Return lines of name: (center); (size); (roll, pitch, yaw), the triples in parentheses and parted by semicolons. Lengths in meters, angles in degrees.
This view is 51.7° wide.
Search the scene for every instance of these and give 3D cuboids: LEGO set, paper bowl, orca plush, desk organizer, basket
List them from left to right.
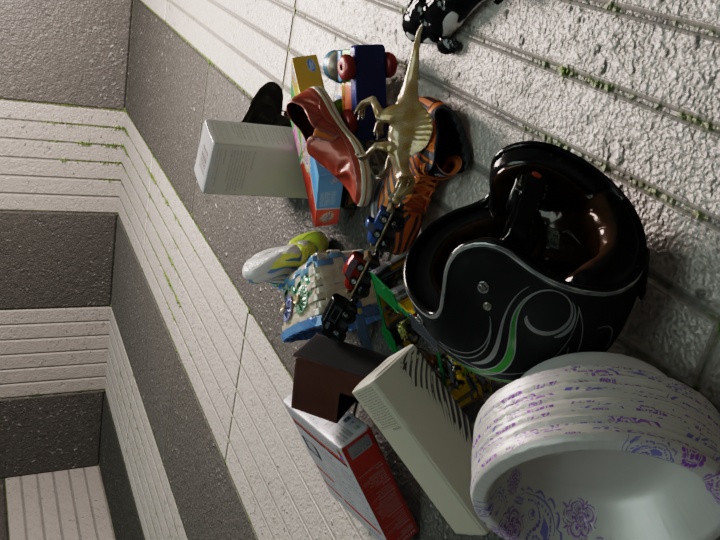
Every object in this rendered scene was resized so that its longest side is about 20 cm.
basket: (-0.038, 0.085, 1.069); (0.176, 0.136, 0.205); (-34, 70, 56)
desk organizer: (0.013, 0.153, 0.935); (0.195, 0.072, 0.079); (15, 112, 20)
orca plush: (0.095, -0.315, 0.880); (0.199, 0.069, 0.108); (27, 114, 59)
LEGO set: (0.104, 0.054, 0.871); (0.200, 0.114, 0.157); (37, 150, 57)
paper bowl: (0.187, 0.144, 0.595); (0.202, 0.196, 0.106); (126, 163, -47)

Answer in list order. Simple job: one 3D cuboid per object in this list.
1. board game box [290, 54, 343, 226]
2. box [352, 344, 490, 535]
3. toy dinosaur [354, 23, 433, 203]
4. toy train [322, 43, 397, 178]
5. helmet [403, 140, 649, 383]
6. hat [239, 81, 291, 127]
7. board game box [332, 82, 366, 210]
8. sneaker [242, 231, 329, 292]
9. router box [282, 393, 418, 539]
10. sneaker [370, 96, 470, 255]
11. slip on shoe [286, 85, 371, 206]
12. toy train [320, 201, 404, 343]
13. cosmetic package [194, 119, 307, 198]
board game box: (-0.068, -0.193, 1.124); (0.154, 0.039, 0.205); (103, 155, -65)
box: (0.082, 0.187, 0.816); (0.202, 0.068, 0.082); (53, 156, 1)
toy dinosaur: (0.047, -0.181, 0.894); (0.099, 0.057, 0.206); (7, 91, 40)
toy train: (-0.008, -0.214, 1.058); (0.115, 0.083, 0.206); (26, 123, 57)
helmet: (0.142, 0.006, 0.673); (0.192, 0.195, 0.204); (116, 142, -53)
hat: (-0.161, -0.231, 1.341); (0.204, 0.079, 0.201); (-62, -8, -16)
board game box: (-0.022, -0.208, 1.154); (0.104, 0.023, 0.205); (38, 123, 53)
sneaker: (-0.104, 0.010, 1.168); (0.074, 0.199, 0.108); (-5, 104, 35)
router box: (-0.018, 0.270, 1.043); (0.199, 0.048, 0.183); (19, 137, 60)
sneaker: (0.073, -0.109, 0.920); (0.112, 0.076, 0.206); (33, 119, 58)
slip on shoe: (-0.041, -0.162, 0.988); (0.203, 0.060, 0.075); (60, 158, 25)
toy train: (0.000, 0.000, 0.933); (0.203, 0.045, 0.034); (-63, 4, 19)
cosmetic package: (-0.168, -0.184, 1.243); (0.075, 0.195, 0.103); (62, 140, 39)
